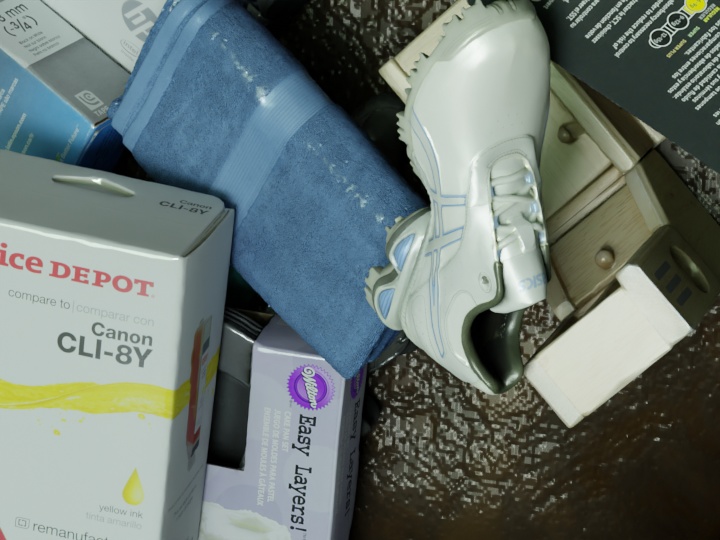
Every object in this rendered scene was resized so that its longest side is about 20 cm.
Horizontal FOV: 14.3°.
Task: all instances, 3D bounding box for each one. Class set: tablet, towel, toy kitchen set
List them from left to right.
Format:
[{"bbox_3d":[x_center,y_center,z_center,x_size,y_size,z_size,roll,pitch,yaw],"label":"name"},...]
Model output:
[{"bbox_3d":[-0.118,-0.125,1.541,0.200,0.014,0.130,40,146,5],"label":"tablet"},{"bbox_3d":[-0.039,-0.049,1.463,0.200,0.048,0.112,47,131,16],"label":"towel"},{"bbox_3d":[0.118,-0.067,1.420,0.163,0.180,0.200,-41,89,20],"label":"toy kitchen set"}]

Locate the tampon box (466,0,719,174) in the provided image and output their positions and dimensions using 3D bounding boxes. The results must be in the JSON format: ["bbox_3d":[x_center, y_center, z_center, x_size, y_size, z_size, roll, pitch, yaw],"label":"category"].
[{"bbox_3d":[0.178,-0.152,1.351,0.200,0.150,0.126,33,134,-14],"label":"tampon box"}]

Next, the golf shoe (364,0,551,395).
[{"bbox_3d":[0.065,-0.031,1.317,0.097,0.078,0.200,49,146,37],"label":"golf shoe"}]

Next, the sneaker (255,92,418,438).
[{"bbox_3d":[0.000,0.000,1.540,0.091,0.076,0.200,22,115,8],"label":"sneaker"}]

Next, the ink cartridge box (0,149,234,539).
[{"bbox_3d":[-0.153,0.055,1.464,0.145,0.083,0.201,12,113,11],"label":"ink cartridge box"}]

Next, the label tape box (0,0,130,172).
[{"bbox_3d":[-0.229,-0.098,1.583,0.200,0.063,0.144,39,127,9],"label":"label tape box"}]

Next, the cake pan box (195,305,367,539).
[{"bbox_3d":[-0.094,0.106,1.541,0.184,0.052,0.201,11,113,9],"label":"cake pan box"}]

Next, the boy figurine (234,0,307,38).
[{"bbox_3d":[-0.119,-0.195,1.545,0.200,0.064,0.124,42,118,10],"label":"boy figurine"}]

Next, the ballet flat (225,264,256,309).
[{"bbox_3d":[-0.117,0.043,1.587,0.068,0.068,0.200,36,109,23],"label":"ballet flat"}]
